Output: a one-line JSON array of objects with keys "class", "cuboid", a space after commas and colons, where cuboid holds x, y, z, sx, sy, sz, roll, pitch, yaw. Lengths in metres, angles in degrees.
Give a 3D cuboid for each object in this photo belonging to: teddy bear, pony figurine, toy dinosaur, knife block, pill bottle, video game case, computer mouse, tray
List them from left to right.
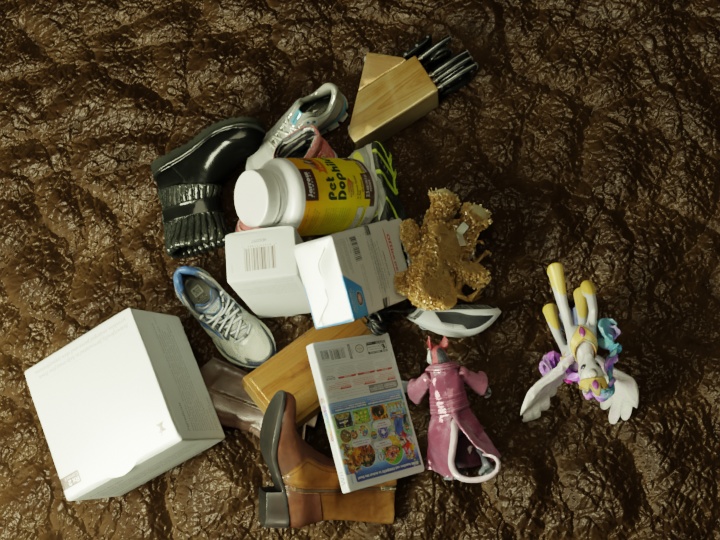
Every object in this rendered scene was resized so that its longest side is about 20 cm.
[{"class": "pill bottle", "cuboid": [-0.077, -0.104, 1.480, 0.198, 0.109, 0.110, -6, 68, -43]}, {"class": "tray", "cuboid": [-0.061, 0.139, 1.496, 0.199, 0.037, 0.099, -35, 73, -24]}, {"class": "video game case", "cuboid": [0.008, 0.191, 1.437, 0.142, 0.018, 0.202, -5, 75, -41]}, {"class": "knife block", "cuboid": [0.084, -0.265, 1.607, 0.173, 0.064, 0.203, 11, 76, 9]}, {"class": "computer mouse", "cuboid": [0.105, 0.074, 1.504, 0.197, 0.110, 0.045, 0, 93, -3]}, {"class": "teddy bear", "cuboid": [0.116, -0.027, 1.481, 0.143, 0.067, 0.202, 14, 64, -17]}, {"class": "toy dinosaur", "cuboid": [0.131, 0.002, 1.544, 0.200, 0.060, 0.106, -44, 63, -6]}, {"class": "pony figurine", "cuboid": [0.296, 0.119, 1.436, 0.164, 0.194, 0.202, -6, 55, 1]}]

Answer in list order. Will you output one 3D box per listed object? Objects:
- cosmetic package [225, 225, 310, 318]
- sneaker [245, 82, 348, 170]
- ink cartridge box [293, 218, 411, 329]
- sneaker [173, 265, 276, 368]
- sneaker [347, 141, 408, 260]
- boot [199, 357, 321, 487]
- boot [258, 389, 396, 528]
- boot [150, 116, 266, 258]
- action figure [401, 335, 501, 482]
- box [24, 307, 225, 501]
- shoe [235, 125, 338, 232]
[{"class": "cosmetic package", "cuboid": [-0.120, 0.006, 1.482, 0.100, 0.200, 0.075, -6, 74, 4]}, {"class": "sneaker", "cuboid": [-0.104, -0.216, 1.602, 0.075, 0.087, 0.200, 43, 84, 12]}, {"class": "ink cartridge box", "cuboid": [0.000, 0.000, 1.447, 0.067, 0.199, 0.118, -14, 92, 32]}, {"class": "sneaker", "cuboid": [-0.207, 0.067, 1.535, 0.200, 0.085, 0.077, 40, 82, 13]}, {"class": "sneaker", "cuboid": [0.022, -0.088, 1.572, 0.076, 0.075, 0.203, -17, 72, 28]}, {"class": "boot", "cuboid": [-0.170, 0.232, 1.497, 0.198, 0.064, 0.188, 17, 64, 6]}, {"class": "boot", "cuboid": [-0.035, 0.256, 1.423, 0.197, 0.068, 0.191, 1, 88, -21]}, {"class": "boot", "cuboid": [-0.217, -0.121, 1.575, 0.209, 0.079, 0.160, -26, 67, 22]}, {"class": "action figure", "cuboid": [0.116, 0.190, 1.445, 0.132, 0.149, 0.203, -14, 88, 8]}, {"class": "box", "cuboid": [-0.329, 0.188, 1.465, 0.197, 0.131, 0.202, -29, 73, 15]}, {"class": "shoe", "cuboid": [-0.123, -0.128, 1.566, 0.200, 0.091, 0.071, -43, 58, -4]}]
